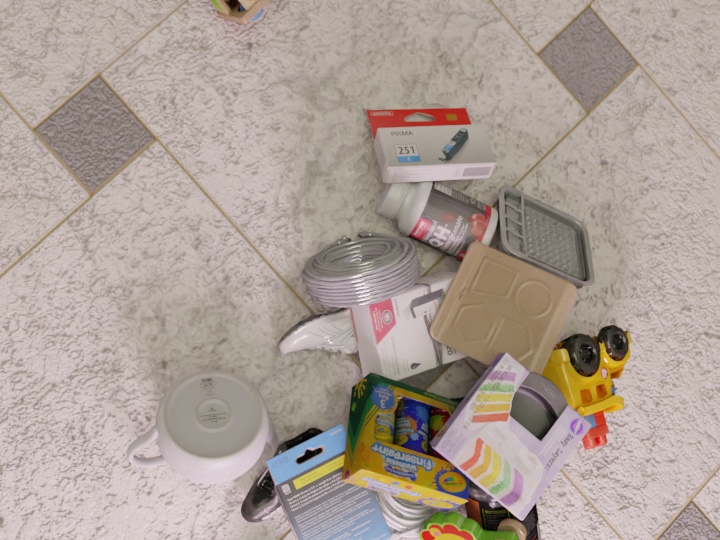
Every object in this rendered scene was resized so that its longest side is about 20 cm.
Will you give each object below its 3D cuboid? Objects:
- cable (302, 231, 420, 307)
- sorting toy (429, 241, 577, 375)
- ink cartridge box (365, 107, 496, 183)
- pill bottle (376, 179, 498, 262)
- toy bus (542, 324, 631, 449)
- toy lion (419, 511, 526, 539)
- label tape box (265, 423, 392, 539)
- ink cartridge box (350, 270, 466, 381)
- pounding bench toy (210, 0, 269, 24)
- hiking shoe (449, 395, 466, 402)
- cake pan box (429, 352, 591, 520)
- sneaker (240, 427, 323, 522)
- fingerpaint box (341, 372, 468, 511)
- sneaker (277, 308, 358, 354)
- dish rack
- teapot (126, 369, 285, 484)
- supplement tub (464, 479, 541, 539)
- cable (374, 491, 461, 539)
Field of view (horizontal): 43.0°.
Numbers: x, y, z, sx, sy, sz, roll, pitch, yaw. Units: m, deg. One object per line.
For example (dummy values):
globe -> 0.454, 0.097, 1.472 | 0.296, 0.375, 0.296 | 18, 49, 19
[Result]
cable -> 0.000, 0.000, 1.526 | 0.199, 0.198, 0.070 | -27, 113, -40
sorting toy -> 0.240, 0.071, 1.535 | 0.198, 0.037, 0.187 | 25, 79, 13
ink cartridge box -> 0.121, -0.237, 1.612 | 0.197, 0.045, 0.178 | -4, 55, -13
pill bottle -> 0.133, -0.097, 1.615 | 0.198, 0.111, 0.112 | 24, 81, -7
toy bus -> 0.394, 0.206, 1.590 | 0.198, 0.135, 0.195 | -11, 79, -35
toy lion -> 0.193, 0.486, 1.510 | 0.069, 0.190, 0.202 | -47, 120, -50
label tape box -> -0.055, 0.370, 1.491 | 0.143, 0.063, 0.202 | -23, 87, -13
ink cartridge box -> 0.095, 0.096, 1.572 | 0.198, 0.085, 0.148 | -16, 100, -26
pounding bench toy -> -0.230, -0.527, 1.592 | 0.124, 0.200, 0.156 | -46, 125, -8
hiking shoe -> 0.238, 0.213, 1.631 | 0.197, 0.076, 0.102 | -4, 77, -19
cake pan box -> 0.241, 0.258, 1.450 | 0.184, 0.052, 0.201 | 41, 82, -2
sneaker -> -0.129, 0.334, 1.531 | 0.200, 0.091, 0.066 | -42, 63, -13
fingerpaint box -> 0.079, 0.279, 1.485 | 0.198, 0.073, 0.169 | 21, 54, -19
sneaker -> -0.046, 0.111, 1.585 | 0.197, 0.074, 0.088 | -18, 93, -11
dish rack -> 0.323, -0.052, 1.637 | 0.198, 0.044, 0.173 | 22, 44, -16
teapot -> -0.248, 0.273, 1.501 | 0.198, 0.147, 0.198 | 29, 51, 10
supplement tub -> 0.237, 0.394, 1.548 | 0.121, 0.123, 0.203 | -17, 114, -11
cable -> 0.089, 0.359, 1.586 | 0.197, 0.069, 0.203 | -4, 85, -11
